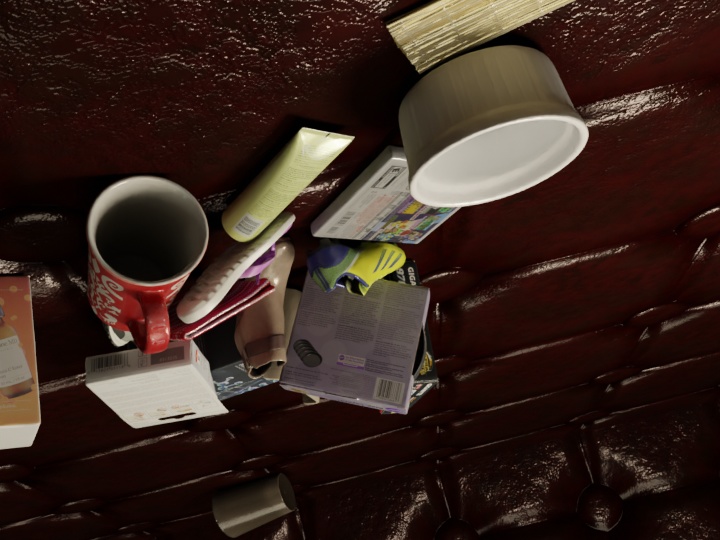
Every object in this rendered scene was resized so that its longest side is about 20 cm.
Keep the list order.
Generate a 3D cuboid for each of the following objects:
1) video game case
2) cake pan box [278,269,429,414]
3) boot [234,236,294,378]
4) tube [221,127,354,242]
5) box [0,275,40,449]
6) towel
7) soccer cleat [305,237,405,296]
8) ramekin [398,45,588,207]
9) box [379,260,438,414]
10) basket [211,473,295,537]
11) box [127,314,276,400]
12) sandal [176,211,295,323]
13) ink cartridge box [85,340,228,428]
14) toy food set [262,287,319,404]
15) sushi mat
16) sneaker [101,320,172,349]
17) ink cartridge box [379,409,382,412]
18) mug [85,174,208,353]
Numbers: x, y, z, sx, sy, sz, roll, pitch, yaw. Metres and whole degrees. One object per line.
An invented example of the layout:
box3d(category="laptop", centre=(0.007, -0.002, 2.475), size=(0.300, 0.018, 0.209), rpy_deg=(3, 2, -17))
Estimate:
box3d(category="video game case", centre=(0.057, -0.095, 1.231), size=(0.181, 0.023, 0.200), rpy_deg=(3, 151, -34))
box3d(category="cake pan box", centre=(-0.002, 0.101, 1.363), size=(0.198, 0.186, 0.052), rpy_deg=(9, 163, 8))
box3d(category="boot", centre=(-0.129, 0.061, 1.323), size=(0.070, 0.147, 0.200), rpy_deg=(-1, 154, -24))
box3d(category="tube", centre=(-0.092, -0.105, 1.093), size=(0.200, 0.052, 0.058), rpy_deg=(-39, -169, 41))
box3d(category="box", centre=(-0.493, 0.119, 1.176), size=(0.151, 0.201, 0.106), rpy_deg=(-2, 156, -27))
box3d(category="towel", centre=(-0.216, 0.048, 1.229), size=(0.144, 0.023, 0.199), rpy_deg=(-32, -163, -30))
box3d(category="soccer cleat", centre=(-0.001, 0.000, 1.323), size=(0.065, 0.084, 0.199), rpy_deg=(-33, 161, 34))
box3d(category="ramekin", centre=(0.137, -0.156, 1.016), size=(0.199, 0.098, 0.201), rpy_deg=(-14, 161, -5))
box3d(category="box", centre=(0.058, 0.108, 1.472), size=(0.046, 0.201, 0.159), rpy_deg=(-1, 155, -19))
box3d(category="basket", centre=(-0.300, 0.674, 2.699), size=(0.199, 0.137, 0.180), rpy_deg=(-22, 151, 11))
box3d(category="box", centre=(-0.246, 0.140, 1.496), size=(0.199, 0.108, 0.148), rpy_deg=(-20, 156, 14))
box3d(category="sandal", centre=(-0.151, 0.002, 1.168), size=(0.082, 0.050, 0.203), rpy_deg=(0, -140, 52))
box3d(category="ink cartridge box", centre=(-0.298, 0.173, 1.399), size=(0.161, 0.050, 0.200), rpy_deg=(-10, 153, 4))
box3d(category="toy food set", centre=(-0.108, 0.124, 1.495), size=(0.060, 0.145, 0.200), rpy_deg=(-1, 161, 13))
box3d(category="sushi mat", centre=(0.127, -0.254, 0.904), size=(0.199, 0.012, 0.096), rpy_deg=(-22, 157, 18))
box3d(category="sneaker", centre=(-0.318, 0.070, 1.351), size=(0.079, 0.074, 0.200), rpy_deg=(-26, 162, 6))
box3d(category="ink cartridge box", centre=(0.000, 0.115, 1.453), size=(0.050, 0.201, 0.109), rpy_deg=(-7, 157, -16))
box3d(category="mug", centre=(-0.271, 0.009, 1.103), size=(0.133, 0.179, 0.200), rpy_deg=(21, 153, -11))
